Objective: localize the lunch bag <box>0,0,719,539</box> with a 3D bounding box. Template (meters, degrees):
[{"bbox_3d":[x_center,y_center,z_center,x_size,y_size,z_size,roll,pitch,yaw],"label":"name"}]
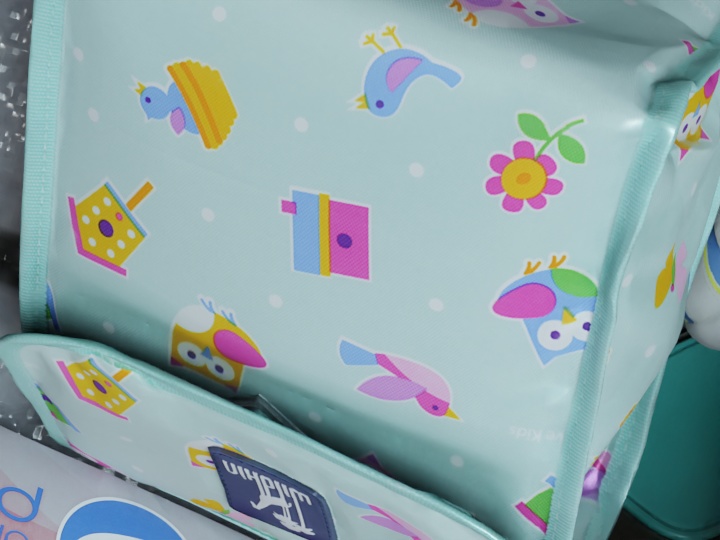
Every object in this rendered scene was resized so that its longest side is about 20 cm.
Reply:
[{"bbox_3d":[0.000,0.000,0.701,0.170,0.122,0.200,21,123,14],"label":"lunch bag"}]

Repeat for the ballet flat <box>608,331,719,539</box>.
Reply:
[{"bbox_3d":[0.070,0.083,0.799,0.200,0.064,0.067,-36,69,-23],"label":"ballet flat"}]

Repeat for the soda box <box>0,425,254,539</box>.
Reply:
[{"bbox_3d":[-0.107,0.090,0.755,0.200,0.063,0.070,26,132,-15],"label":"soda box"}]

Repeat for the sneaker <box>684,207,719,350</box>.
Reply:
[{"bbox_3d":[0.127,-0.080,0.772,0.105,0.076,0.200,33,89,-5],"label":"sneaker"}]
